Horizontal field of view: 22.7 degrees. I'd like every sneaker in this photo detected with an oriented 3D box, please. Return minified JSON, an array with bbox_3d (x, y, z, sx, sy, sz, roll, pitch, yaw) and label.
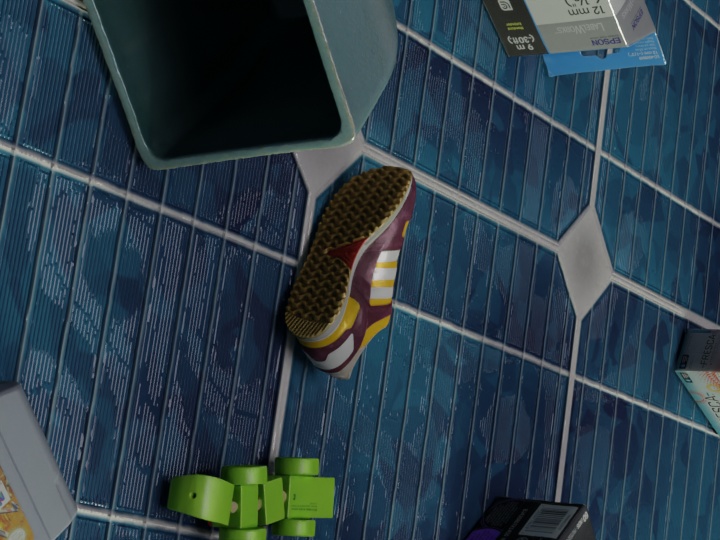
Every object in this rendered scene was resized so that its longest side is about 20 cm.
[{"bbox_3d":[0.000,0.000,1.601,0.201,0.074,0.090,-60,143,-25],"label":"sneaker"}]

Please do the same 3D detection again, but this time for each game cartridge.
[{"bbox_3d":[-0.284,0.171,1.233,0.200,0.041,0.134,-47,130,-43],"label":"game cartridge"}]

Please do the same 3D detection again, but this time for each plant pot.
[{"bbox_3d":[-0.074,-0.217,1.401,0.200,0.195,0.197,-49,128,-52],"label":"plant pot"}]

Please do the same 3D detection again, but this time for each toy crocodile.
[{"bbox_3d":[-0.084,0.191,1.494,0.199,0.061,0.068,4,87,-58],"label":"toy crocodile"}]

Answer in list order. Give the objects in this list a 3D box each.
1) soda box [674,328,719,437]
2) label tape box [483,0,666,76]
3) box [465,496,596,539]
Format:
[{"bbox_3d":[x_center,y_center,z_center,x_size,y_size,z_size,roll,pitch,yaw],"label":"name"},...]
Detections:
[{"bbox_3d":[0.462,0.152,2.227,0.200,0.068,0.064,51,51,-42],"label":"soda box"},{"bbox_3d":[0.209,-0.266,1.817,0.066,0.142,0.201,-57,132,-37],"label":"label tape box"},{"bbox_3d":[0.183,0.346,1.812,0.122,0.105,0.201,-43,124,-44],"label":"box"}]
